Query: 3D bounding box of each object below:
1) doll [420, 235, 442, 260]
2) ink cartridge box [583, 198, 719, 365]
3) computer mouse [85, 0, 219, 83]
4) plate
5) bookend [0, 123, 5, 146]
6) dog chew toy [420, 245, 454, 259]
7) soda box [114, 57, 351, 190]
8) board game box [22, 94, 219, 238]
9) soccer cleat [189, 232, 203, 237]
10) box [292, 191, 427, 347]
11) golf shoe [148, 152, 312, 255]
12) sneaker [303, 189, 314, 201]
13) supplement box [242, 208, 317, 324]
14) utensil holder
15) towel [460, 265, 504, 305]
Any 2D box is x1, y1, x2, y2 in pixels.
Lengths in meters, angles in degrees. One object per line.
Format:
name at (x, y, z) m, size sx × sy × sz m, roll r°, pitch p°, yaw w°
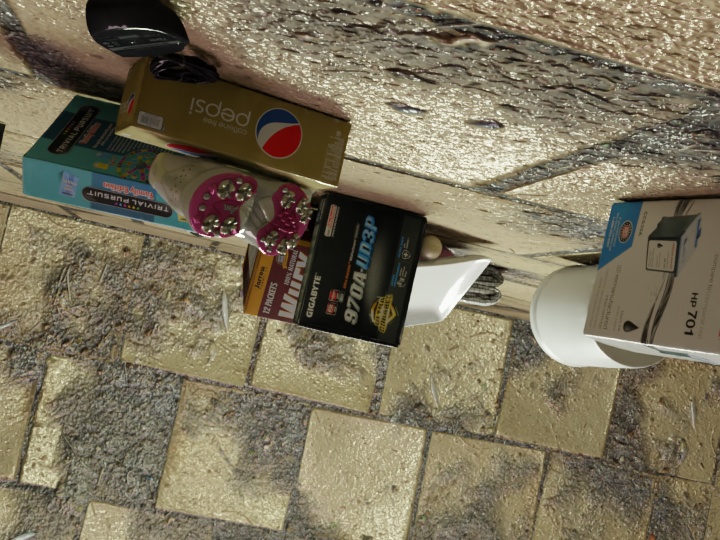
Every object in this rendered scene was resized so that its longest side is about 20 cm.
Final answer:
doll at (0.034, -0.062, 1.444) m, size 0.200 × 0.048 × 0.136 m, roll 16°, pitch 177°, yaw -4°
ink cartridge box at (0.321, 0.011, 0.862) m, size 0.086 × 0.147 × 0.200 m, roll 16°, pitch 174°, yaw -25°
computer mouse at (-0.144, -0.168, 0.659) m, size 0.059 × 0.034 × 0.200 m, roll -5°, pitch 180°, yaw 5°
plate at (0.094, 0.034, 1.531) m, size 0.200 × 0.032 × 0.200 m, roll -6°, pitch 149°, yaw -29°
bookend at (-0.658, -0.196, 1.380) m, size 0.200 × 0.092 × 0.199 m, roll 13°, pitch 178°, yaw -25°
dog chew toy at (0.091, -0.006, 1.633) m, size 0.125 × 0.125 × 0.200 m, roll 8°, pitch 166°, yaw 45°
soda box at (-0.113, -0.129, 0.829) m, size 0.200 × 0.064 × 0.068 m, roll 15°, pitch 175°, yaw -27°
board game box at (-0.226, -0.112, 0.951) m, size 0.200 × 0.047 × 0.151 m, roll 12°, pitch -146°, yaw -2°
soccer cleat at (-0.358, -0.114, 1.870) m, size 0.200 × 0.068 × 0.081 m, roll 10°, pitch 163°, yaw 38°
box at (0.000, 0.000, 1.340) m, size 0.159 × 0.200 × 0.046 m, roll 14°, pitch 176°, yaw -14°
golf shoe at (-0.116, -0.068, 0.848) m, size 0.092 × 0.075 × 0.200 m, roll 30°, pitch -176°, yaw 25°
sneaker at (-0.150, -0.112, 1.102) m, size 0.200 × 0.076 × 0.075 m, roll 15°, pitch 177°, yaw -17°
supplement box at (-0.082, -0.008, 1.486) m, size 0.197 × 0.133 × 0.200 m, roll 13°, pitch -160°, yaw -12°
utensil holder at (0.382, 0.068, 1.418) m, size 0.170 × 0.170 × 0.200 m, roll 13°, pitch 173°, yaw -11°
towel at (0.193, 0.019, 1.915) m, size 0.200 × 0.086 × 0.166 m, roll 11°, pitch 178°, yaw 0°
